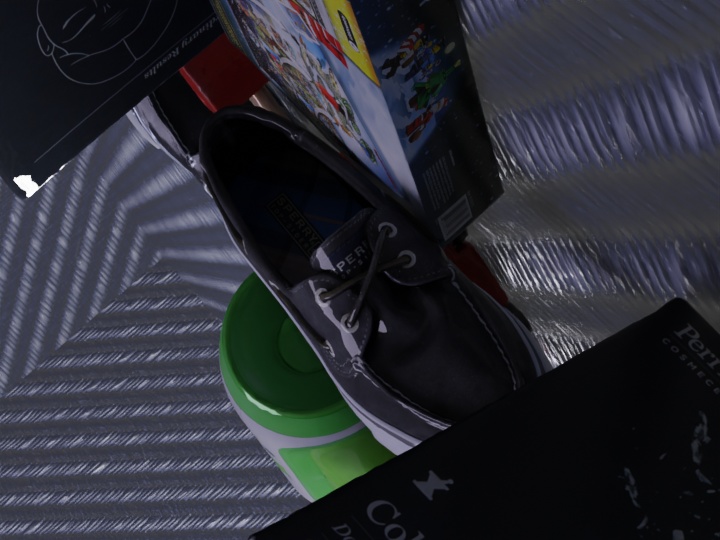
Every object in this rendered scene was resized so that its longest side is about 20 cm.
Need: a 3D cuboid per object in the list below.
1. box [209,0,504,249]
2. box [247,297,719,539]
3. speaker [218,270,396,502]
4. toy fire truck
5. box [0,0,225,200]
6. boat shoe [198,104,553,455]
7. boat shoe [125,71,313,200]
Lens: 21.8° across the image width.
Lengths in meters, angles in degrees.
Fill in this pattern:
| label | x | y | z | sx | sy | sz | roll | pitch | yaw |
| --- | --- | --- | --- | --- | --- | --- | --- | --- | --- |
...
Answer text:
| label | x | y | z | sx | sy | sz | roll | pitch | yaw |
| --- | --- | --- | --- | --- | --- | --- | --- | --- | --- |
| box | -0.016 | -0.101 | 0.667 | 0.137 | 0.038 | 0.200 | 47 | 173 | 23 |
| box | 0.083 | 0.144 | 0.564 | 0.200 | 0.196 | 0.125 | 46 | 137 | 23 |
| speaker | -0.010 | 0.057 | 0.864 | 0.089 | 0.088 | 0.200 | 47 | 173 | 19 |
| toy fire truck | -0.003 | -0.034 | 0.898 | 0.201 | 0.049 | 0.141 | 53 | 173 | -33 |
| box | -0.137 | -0.147 | 0.734 | 0.107 | 0.148 | 0.200 | 46 | 172 | 25 |
| boat shoe | 0.000 | 0.000 | 0.705 | 0.200 | 0.070 | 0.066 | 50 | 178 | 39 |
| boat shoe | -0.058 | -0.060 | 1.016 | 0.200 | 0.072 | 0.068 | 49 | 175 | -17 |
